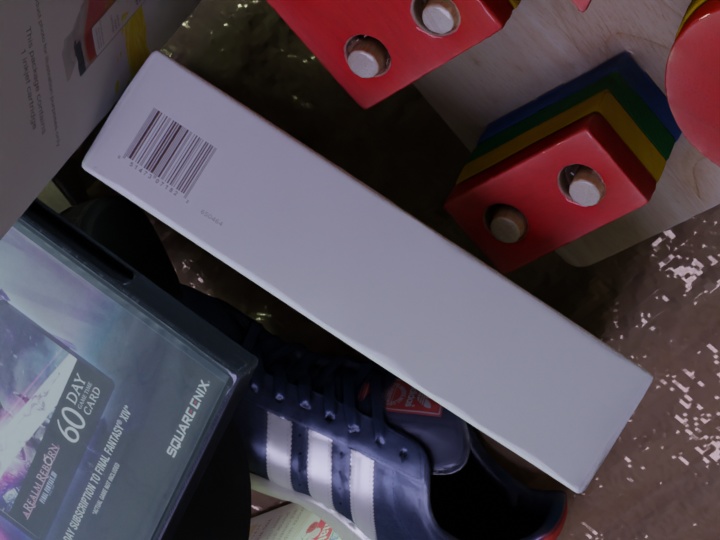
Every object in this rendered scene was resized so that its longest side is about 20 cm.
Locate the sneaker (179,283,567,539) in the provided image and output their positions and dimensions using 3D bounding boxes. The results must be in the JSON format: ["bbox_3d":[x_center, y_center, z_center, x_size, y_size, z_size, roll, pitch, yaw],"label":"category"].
[{"bbox_3d":[-0.001,0.058,0.981,0.199,0.075,0.084,36,131,-15],"label":"sneaker"}]

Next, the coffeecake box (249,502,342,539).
[{"bbox_3d":[-0.064,0.186,1.062,0.199,0.154,0.073,-24,115,41],"label":"coffeecake box"}]

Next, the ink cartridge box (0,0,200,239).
[{"bbox_3d":[-0.146,-0.103,0.821,0.144,0.200,0.084,11,130,19],"label":"ink cartridge box"}]

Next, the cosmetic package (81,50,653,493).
[{"bbox_3d":[0.000,0.000,0.878,0.199,0.052,0.151,33,177,-3],"label":"cosmetic package"}]

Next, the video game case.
[{"bbox_3d":[-0.144,0.030,0.893,0.199,0.019,0.143,35,123,11],"label":"video game case"}]

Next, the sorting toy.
[{"bbox_3d":[0.075,-0.094,0.801,0.198,0.070,0.200,-27,112,41],"label":"sorting toy"}]

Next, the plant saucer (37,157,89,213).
[{"bbox_3d":[-0.188,-0.053,0.970,0.199,0.032,0.201,19,155,9],"label":"plant saucer"}]

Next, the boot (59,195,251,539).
[{"bbox_3d":[-0.141,0.058,0.954,0.173,0.069,0.202,-7,106,29],"label":"boot"}]
